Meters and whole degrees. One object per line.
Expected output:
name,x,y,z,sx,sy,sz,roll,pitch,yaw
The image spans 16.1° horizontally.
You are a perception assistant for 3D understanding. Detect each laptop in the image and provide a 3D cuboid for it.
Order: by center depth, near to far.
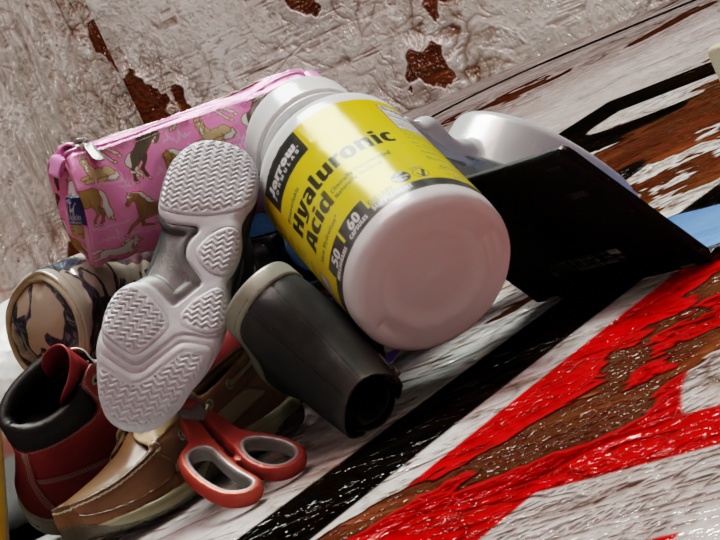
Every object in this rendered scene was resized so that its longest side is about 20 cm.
laptop,0.168,-0.053,1.659,0.187,0.200,0.116,-16,45,57

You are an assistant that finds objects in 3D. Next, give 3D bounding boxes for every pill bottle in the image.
pill bottle,0.003,-0.044,1.606,0.111,0.112,0.200,-27,38,-12

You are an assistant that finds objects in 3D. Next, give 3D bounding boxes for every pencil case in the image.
pencil case,-0.108,-0.071,1.718,0.199,0.083,0.087,-19,-20,-11
pencil case,-0.165,0.023,1.783,0.078,0.090,0.200,-24,-1,35

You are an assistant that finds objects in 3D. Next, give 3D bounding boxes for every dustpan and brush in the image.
dustpan and brush,0.087,-0.078,1.731,0.139,0.200,0.057,11,72,38

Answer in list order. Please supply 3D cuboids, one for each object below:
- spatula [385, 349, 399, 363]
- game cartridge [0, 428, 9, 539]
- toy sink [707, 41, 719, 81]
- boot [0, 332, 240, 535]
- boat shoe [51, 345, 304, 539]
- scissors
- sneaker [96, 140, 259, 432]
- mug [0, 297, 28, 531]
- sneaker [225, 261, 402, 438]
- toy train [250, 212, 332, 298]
spatula,-0.066,0.085,1.780,0.199,0.021,0.057,-11,9,13
game cartridge,-0.306,0.127,1.706,0.176,0.201,0.032,-21,-20,39
toy sink,0.359,-0.156,1.725,0.199,0.112,0.130,-28,7,-17
boot,-0.150,0.075,1.693,0.200,0.072,0.145,-37,-32,-23
boat shoe,-0.125,0.109,1.650,0.075,0.074,0.200,-19,9,47
scissors,-0.108,0.092,1.580,0.073,0.014,0.200,-24,36,-29
sneaker,-0.111,0.025,1.621,0.114,0.075,0.201,89,-163,-65
mug,-0.266,0.117,1.806,0.175,0.148,0.200,-32,7,-22
sneaker,-0.012,0.071,1.607,0.075,0.106,0.200,-47,-23,2
toy train,0.000,0.000,1.763,0.199,0.115,0.086,-19,7,-38
